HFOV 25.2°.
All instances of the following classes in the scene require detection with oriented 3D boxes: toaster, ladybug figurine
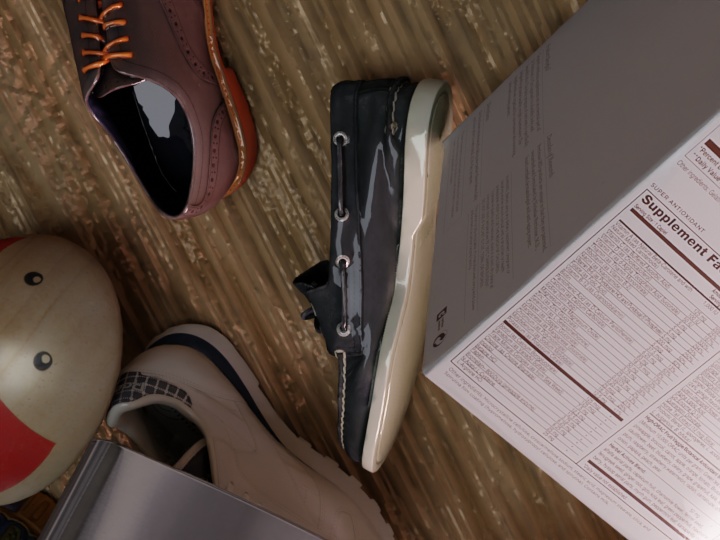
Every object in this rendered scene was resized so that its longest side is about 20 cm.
[{"bbox_3d":[-0.089,0.184,0.790,0.180,0.119,0.200,25,155,-5],"label":"toaster"},{"bbox_3d":[-0.203,0.054,0.847,0.199,0.072,0.137,-31,65,39],"label":"ladybug figurine"}]

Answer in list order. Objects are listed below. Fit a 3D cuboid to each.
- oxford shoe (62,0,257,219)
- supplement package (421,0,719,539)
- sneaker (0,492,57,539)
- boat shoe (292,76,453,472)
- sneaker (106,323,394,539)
[{"bbox_3d":[-0.110,-0.121,0.779,0.071,0.073,0.201,-19,105,23],"label":"oxford shoe"},{"bbox_3d":[0.146,-0.029,0.662,0.147,0.192,0.200,38,118,-17],"label":"supplement package"},{"bbox_3d":[-0.174,0.199,0.927,0.199,0.075,0.089,33,121,4],"label":"sneaker"},{"bbox_3d":[-0.001,0.000,0.796,0.065,0.075,0.201,12,114,14],"label":"boat shoe"},{"bbox_3d":[-0.058,0.124,0.860,0.200,0.081,0.076,46,115,-7],"label":"sneaker"}]
